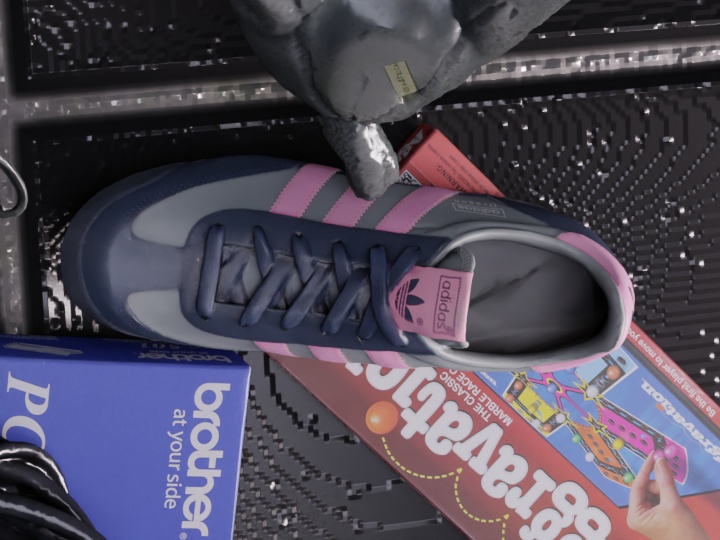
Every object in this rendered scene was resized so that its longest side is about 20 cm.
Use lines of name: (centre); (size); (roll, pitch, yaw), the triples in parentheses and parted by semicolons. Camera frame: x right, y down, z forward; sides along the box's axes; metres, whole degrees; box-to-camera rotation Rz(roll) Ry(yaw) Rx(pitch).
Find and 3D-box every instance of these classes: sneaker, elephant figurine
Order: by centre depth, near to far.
elephant figurine: (0.004, -0.161, 0.870); (0.155, 0.200, 0.141); (-31, 137, 26)
sneaker: (0.000, 0.000, 0.896); (0.200, 0.082, 0.070); (1, 101, -16)

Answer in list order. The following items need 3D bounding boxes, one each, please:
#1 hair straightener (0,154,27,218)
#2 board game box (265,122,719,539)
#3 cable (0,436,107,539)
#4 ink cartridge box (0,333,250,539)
hair straightener: (-0.187, -0.007, 0.704); (0.200, 0.077, 0.041); (-7, 102, -16)
board game box: (0.059, 0.049, 0.978); (0.200, 0.019, 0.103); (43, 88, -20)
cable: (-0.123, 0.120, 0.807); (0.163, 0.200, 0.051); (35, 122, 1)
ink cartridge box: (-0.099, 0.124, 0.931); (0.094, 0.044, 0.200); (3, 100, -19)
